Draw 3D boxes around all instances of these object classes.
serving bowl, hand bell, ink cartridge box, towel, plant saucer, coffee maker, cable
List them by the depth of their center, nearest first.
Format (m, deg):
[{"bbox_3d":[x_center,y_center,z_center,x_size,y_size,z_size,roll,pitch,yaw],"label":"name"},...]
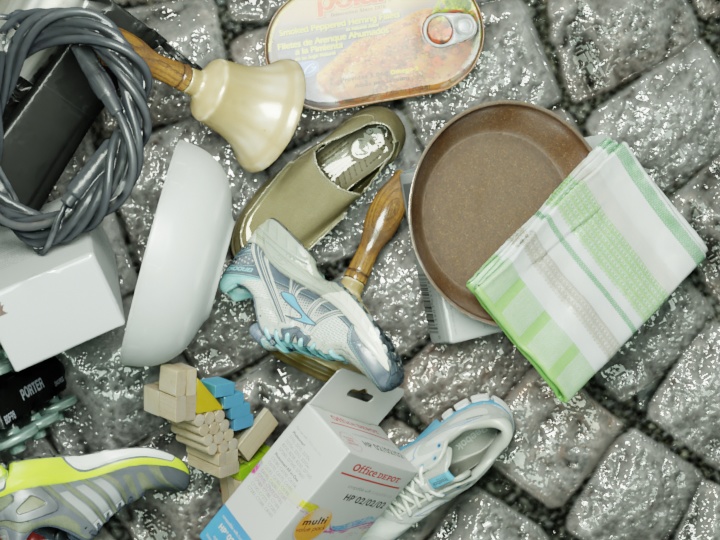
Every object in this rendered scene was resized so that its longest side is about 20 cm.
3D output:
[{"bbox_3d":[-0.245,-0.112,1.421,0.163,0.051,0.200,4,96,14],"label":"cable"},{"bbox_3d":[-0.158,-0.165,1.485,0.200,0.104,0.104,20,91,-31],"label":"hand bell"},{"bbox_3d":[-0.150,-0.008,1.506,0.066,0.200,0.201,15,91,-4],"label":"serving bowl"},{"bbox_3d":[-0.269,-0.149,1.526,0.192,0.135,0.200,34,90,-5],"label":"coffee maker"},{"bbox_3d":[-0.032,0.189,1.541,0.200,0.115,0.068,-51,55,11],"label":"ink cartridge box"},{"bbox_3d":[0.206,-0.001,1.554,0.200,0.031,0.149,-45,104,-16],"label":"towel"},{"bbox_3d":[0.128,-0.049,1.559,0.200,0.037,0.201,1,87,-22],"label":"plant saucer"},{"bbox_3d":[0.000,0.000,1.585,0.104,0.104,0.200,26,79,-5],"label":"hand bell"},{"bbox_3d":[0.144,-0.032,1.610,0.200,0.050,0.163,-13,94,-24],"label":"ink cartridge box"}]

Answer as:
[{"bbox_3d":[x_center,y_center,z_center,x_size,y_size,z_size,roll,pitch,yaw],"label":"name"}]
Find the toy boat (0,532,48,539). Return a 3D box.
[{"bbox_3d":[-0.336,0.269,1.539,0.130,0.131,0.200,-2,93,-4],"label":"toy boat"}]

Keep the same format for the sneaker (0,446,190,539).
[{"bbox_3d":[-0.239,0.202,1.541,0.200,0.074,0.081,-3,79,-34],"label":"sneaker"}]

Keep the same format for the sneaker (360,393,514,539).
[{"bbox_3d":[0.057,0.186,1.587,0.200,0.087,0.075,-40,96,0],"label":"sneaker"}]

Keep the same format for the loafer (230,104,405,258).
[{"bbox_3d":[-0.040,-0.076,1.577,0.076,0.067,0.200,43,87,-2],"label":"loafer"}]

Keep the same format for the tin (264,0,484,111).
[{"bbox_3d":[0.012,-0.208,1.591,0.200,0.042,0.112,-9,96,-3],"label":"tin"}]

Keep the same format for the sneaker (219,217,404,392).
[{"bbox_3d":[-0.043,0.047,1.498,0.086,0.078,0.200,-43,58,-5],"label":"sneaker"}]

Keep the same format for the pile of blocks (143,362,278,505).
[{"bbox_3d":[-0.129,0.141,1.565,0.082,0.062,0.200,-49,131,-24],"label":"pile of blocks"}]

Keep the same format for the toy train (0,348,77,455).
[{"bbox_3d":[-0.321,0.116,1.508,0.114,0.200,0.085,-21,96,12],"label":"toy train"}]

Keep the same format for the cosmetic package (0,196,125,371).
[{"bbox_3d":[-0.263,0.004,1.495,0.101,0.200,0.071,-23,110,-2],"label":"cosmetic package"}]
